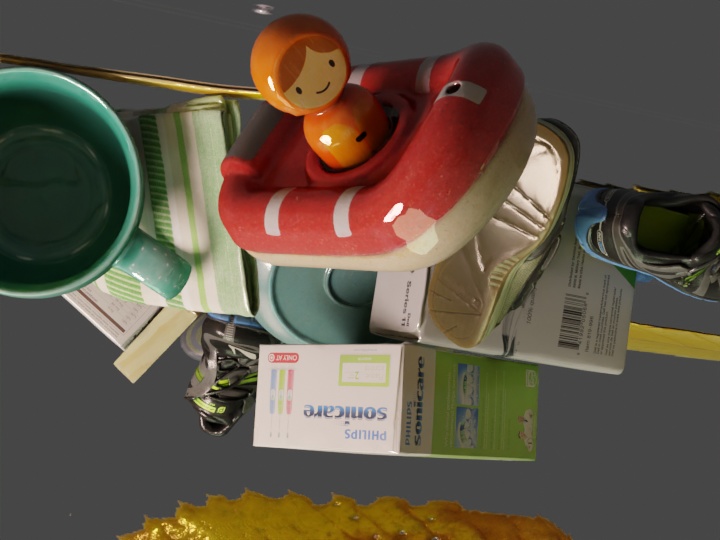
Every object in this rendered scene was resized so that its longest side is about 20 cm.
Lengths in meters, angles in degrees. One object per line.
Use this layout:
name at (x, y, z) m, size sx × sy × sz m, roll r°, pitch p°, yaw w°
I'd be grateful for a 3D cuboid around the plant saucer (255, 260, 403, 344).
plant saucer at (0.000, 0.000, 1.043) m, size 0.200 × 0.200 × 0.027 m, roll 10°, pitch -147°, yaw -22°

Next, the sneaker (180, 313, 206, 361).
sneaker at (-0.098, 0.043, 1.200) m, size 0.200 × 0.074 × 0.081 m, roll -18°, pitch 162°, yaw 28°

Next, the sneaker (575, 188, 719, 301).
sneaker at (0.262, -0.017, 0.965) m, size 0.200 × 0.071 × 0.083 m, roll 13°, pitch 178°, yaw -24°

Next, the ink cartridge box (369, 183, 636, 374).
ink cartridge box at (0.118, -0.003, 0.994) m, size 0.200 × 0.147 × 0.083 m, roll 12°, pitch 175°, yaw -29°

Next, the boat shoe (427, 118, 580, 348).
boat shoe at (0.103, -0.031, 0.856) m, size 0.072 × 0.201 × 0.066 m, roll 40°, pitch -133°, yaw 20°

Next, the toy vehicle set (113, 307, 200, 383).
toy vehicle set at (-0.142, 0.012, 1.178) m, size 0.027 × 0.200 × 0.124 m, roll 44°, pitch 131°, yaw -4°

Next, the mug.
mug at (-0.220, -0.042, 0.871) m, size 0.152 × 0.185 × 0.114 m, roll -24°, pitch -178°, yaw -9°

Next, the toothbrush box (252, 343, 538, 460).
toothbrush box at (0.033, 0.109, 1.018) m, size 0.146 × 0.086 × 0.200 m, roll -3°, pitch 171°, yaw 39°

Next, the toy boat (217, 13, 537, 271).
toy boat at (-0.008, -0.081, 0.663) m, size 0.200 × 0.131 × 0.131 m, roll 2°, pitch 143°, yaw 44°

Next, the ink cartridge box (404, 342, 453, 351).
ink cartridge box at (0.048, 0.018, 1.224) m, size 0.050 × 0.109 × 0.200 m, roll -27°, pitch -160°, yaw 19°

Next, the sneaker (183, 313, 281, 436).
sneaker at (-0.119, 0.096, 1.144) m, size 0.071 × 0.083 × 0.200 m, roll 18°, pitch 149°, yaw 1°

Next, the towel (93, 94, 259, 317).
towel at (-0.148, -0.047, 0.920) m, size 0.023 × 0.153 × 0.200 m, roll -15°, pitch -168°, yaw -43°

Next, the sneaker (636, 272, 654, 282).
sneaker at (0.209, 0.025, 1.316) m, size 0.200 × 0.111 × 0.077 m, roll 6°, pitch 174°, yaw 10°

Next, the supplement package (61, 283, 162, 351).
supplement package at (-0.243, -0.016, 1.179) m, size 0.156 × 0.111 × 0.200 m, roll 43°, pitch 169°, yaw -4°
